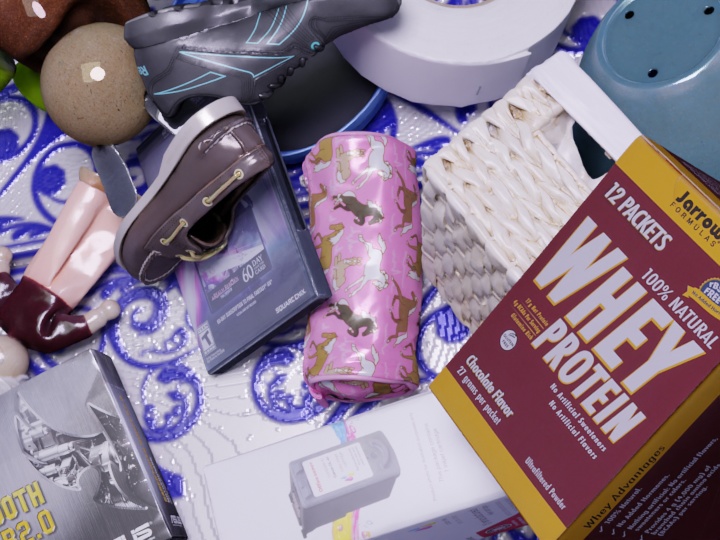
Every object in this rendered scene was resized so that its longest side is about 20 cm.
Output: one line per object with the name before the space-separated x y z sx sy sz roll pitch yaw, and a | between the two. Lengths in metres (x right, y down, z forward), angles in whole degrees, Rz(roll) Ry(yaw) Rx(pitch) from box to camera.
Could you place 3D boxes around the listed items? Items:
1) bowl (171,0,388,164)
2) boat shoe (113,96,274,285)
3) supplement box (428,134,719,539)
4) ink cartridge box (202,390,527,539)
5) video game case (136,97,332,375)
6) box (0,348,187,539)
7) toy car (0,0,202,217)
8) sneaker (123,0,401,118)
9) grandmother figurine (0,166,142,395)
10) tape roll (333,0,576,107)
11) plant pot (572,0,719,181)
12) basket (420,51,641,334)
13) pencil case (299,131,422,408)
bowl | -0.063 -0.179 1.089 0.200 0.039 0.201 -4 73 12
boat shoe | -0.122 -0.042 0.978 0.060 0.200 0.072 50 46 10
supplement box | 0.191 0.060 0.794 0.197 0.200 0.133 -52 48 17
ink cartridge box | 0.014 0.152 0.915 0.199 0.148 0.086 -20 70 8
video game case | -0.101 -0.040 1.020 0.143 0.019 0.201 -35 69 40
box | -0.251 0.174 1.012 0.200 0.048 0.159 -26 76 3
toy car | -0.193 -0.147 1.036 0.164 0.158 0.200 -43 70 19
sneaker | -0.065 -0.163 0.957 0.199 0.075 0.080 -10 102 10
grandmother figurine | -0.250 0.016 1.064 0.121 0.061 0.200 24 77 29
tape roll | 0.068 -0.229 1.031 0.202 0.071 0.203 2 69 -5
plant pot | 0.228 -0.127 0.925 0.200 0.135 0.201 -15 55 23
basket | 0.120 -0.025 0.906 0.123 0.200 0.136 -34 71 -11
pencil case | 0.000 0.000 1.000 0.086 0.083 0.201 -20 65 47
